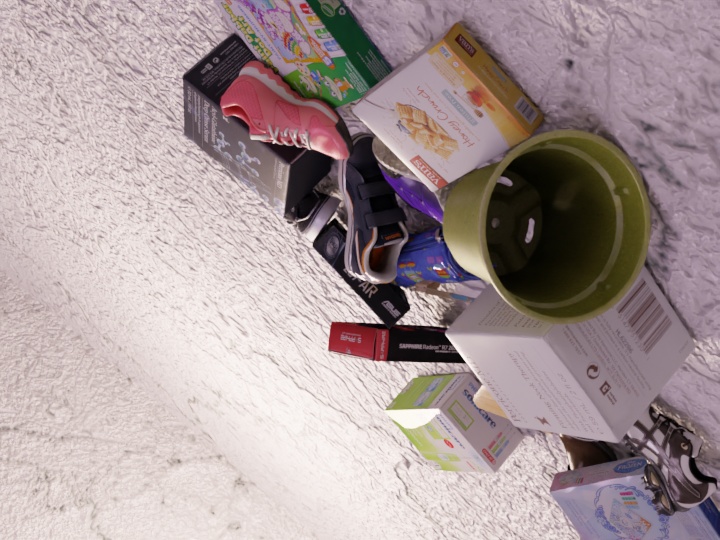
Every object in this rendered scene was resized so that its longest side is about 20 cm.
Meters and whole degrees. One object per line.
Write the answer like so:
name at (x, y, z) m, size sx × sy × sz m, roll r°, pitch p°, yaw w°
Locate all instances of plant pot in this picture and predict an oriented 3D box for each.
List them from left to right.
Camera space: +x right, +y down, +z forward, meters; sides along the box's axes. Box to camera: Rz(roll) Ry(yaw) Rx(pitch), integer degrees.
plant pot at (0.183, -0.051, 1.320) m, size 0.201 × 0.200 × 0.184 m, roll 51°, pitch 168°, yaw -16°

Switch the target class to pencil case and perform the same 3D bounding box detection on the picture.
pencil case at (0.100, -0.021, 1.613) m, size 0.087 × 0.078 × 0.200 m, roll 27°, pitch 164°, yaw -23°

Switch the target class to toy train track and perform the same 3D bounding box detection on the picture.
toy train track at (0.156, 0.029, 1.556) m, size 0.199 × 0.033 × 0.114 m, roll 11°, pitch 178°, yaw -35°

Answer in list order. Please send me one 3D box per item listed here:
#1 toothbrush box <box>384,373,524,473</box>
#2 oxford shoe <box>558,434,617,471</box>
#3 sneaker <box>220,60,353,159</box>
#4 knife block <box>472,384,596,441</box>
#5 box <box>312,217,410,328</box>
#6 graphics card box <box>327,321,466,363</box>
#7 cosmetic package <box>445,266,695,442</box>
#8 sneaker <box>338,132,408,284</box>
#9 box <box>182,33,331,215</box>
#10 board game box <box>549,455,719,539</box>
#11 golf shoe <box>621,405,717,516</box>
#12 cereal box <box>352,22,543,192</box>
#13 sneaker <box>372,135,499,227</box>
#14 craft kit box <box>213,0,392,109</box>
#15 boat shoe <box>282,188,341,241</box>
toothbrush box at (0.150, 0.251, 1.983) m, size 0.146 × 0.086 × 0.200 m, roll 50°, pitch 155°, yaw -12°
oxford shoe at (0.333, 0.301, 1.763) m, size 0.073 × 0.084 × 0.201 m, roll 12°, pitch 139°, yaw 55°
sneaker at (-0.097, -0.186, 1.552) m, size 0.200 × 0.087 × 0.074 m, roll 34°, pitch 157°, yaw 23°
knife block at (0.261, 0.191, 1.721) m, size 0.175 × 0.064 × 0.200 m, roll 41°, pitch 157°, yaw 10°
box at (0.000, 0.000, 1.756) m, size 0.160 × 0.044 × 0.200 m, roll 47°, pitch -177°, yaw -4°
graphics card box at (0.068, 0.106, 1.764) m, size 0.199 × 0.051 × 0.125 m, roll 6°, pitch 179°, yaw -33°
cosmetic package at (0.247, 0.081, 1.431) m, size 0.168 × 0.166 × 0.200 m, roll 52°, pitch 157°, yaw -18°
sneaker at (0.022, -0.079, 1.588) m, size 0.079 × 0.078 × 0.201 m, roll 24°, pitch 124°, yaw 52°
box at (-0.142, -0.201, 1.680) m, size 0.200 × 0.107 × 0.149 m, roll 39°, pitch 156°, yaw 12°
board game box at (0.400, 0.349, 1.691) m, size 0.198 × 0.043 × 0.200 m, roll -20°, pitch 115°, yaw 37°
golf shoe at (0.388, 0.211, 1.554) m, size 0.094 × 0.078 × 0.201 m, roll -27°, pitch 91°, yaw 25°
cereal box at (0.094, -0.178, 1.364) m, size 0.144 × 0.040 × 0.200 m, roll 44°, pitch 148°, yaw -11°
sneaker at (0.100, -0.096, 1.516) m, size 0.200 × 0.070 × 0.100 m, roll 42°, pitch 164°, yaw 17°
craft kit box at (-0.074, -0.291, 1.500) m, size 0.200 × 0.049 × 0.197 m, roll 51°, pitch 159°, yaw -15°
boat shoe at (-0.081, -0.092, 1.771) m, size 0.068 × 0.072 × 0.200 m, roll 37°, pitch 177°, yaw -11°
